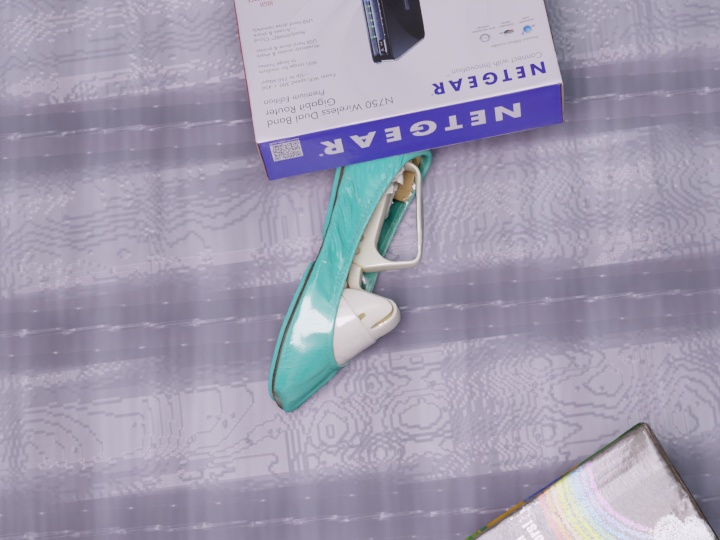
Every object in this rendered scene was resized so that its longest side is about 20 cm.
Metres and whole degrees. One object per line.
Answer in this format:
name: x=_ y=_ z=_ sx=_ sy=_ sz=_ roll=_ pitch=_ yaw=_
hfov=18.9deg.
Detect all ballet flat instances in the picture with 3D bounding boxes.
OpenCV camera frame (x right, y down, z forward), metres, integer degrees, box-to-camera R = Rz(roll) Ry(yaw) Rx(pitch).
ballet flat: x=0.000 y=0.000 z=1.392 sx=0.070 sy=0.067 sz=0.202 roll=14 pitch=81 yaw=21

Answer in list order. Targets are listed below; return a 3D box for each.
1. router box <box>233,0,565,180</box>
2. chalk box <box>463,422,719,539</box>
router box: x=0.020 y=-0.163 z=1.401 sx=0.198 sy=0.049 sz=0.181 roll=-12 pitch=61 yaw=1
chalk box: x=0.122 y=0.201 z=1.329 sx=0.199 sy=0.124 sz=0.125 roll=-33 pitch=82 yaw=-1
